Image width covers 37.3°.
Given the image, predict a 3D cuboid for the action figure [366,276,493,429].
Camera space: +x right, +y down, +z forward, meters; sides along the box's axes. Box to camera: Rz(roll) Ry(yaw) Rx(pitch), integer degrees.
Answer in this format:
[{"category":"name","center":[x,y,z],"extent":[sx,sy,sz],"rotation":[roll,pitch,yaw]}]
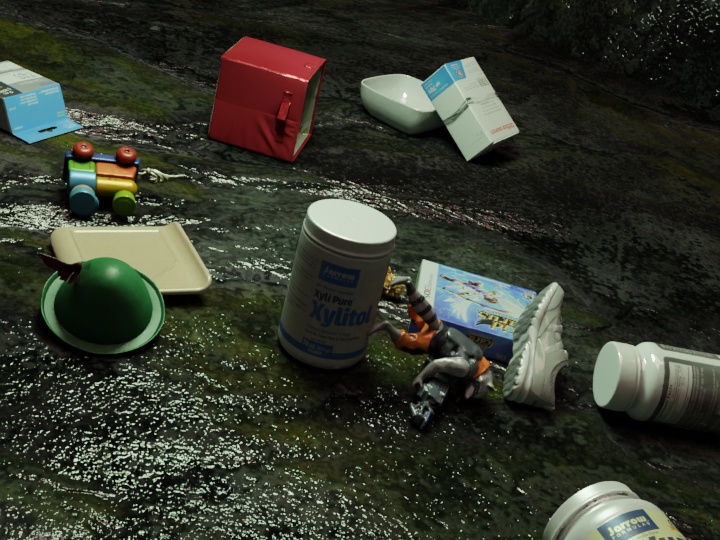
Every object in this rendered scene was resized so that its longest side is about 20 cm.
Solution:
[{"category":"action figure","center":[0.103,0.115,1.446],"extent":[0.193,0.105,0.201],"rotation":[39,30,-10]}]

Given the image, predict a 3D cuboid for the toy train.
[{"category":"toy train","center":[-0.377,-0.134,1.720],"extent":[0.197,0.085,0.117],"rotation":[5,39,-20]}]

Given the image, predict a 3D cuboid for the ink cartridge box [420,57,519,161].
[{"category":"ink cartridge box","center":[0.243,-0.357,2.345],"extent":[0.146,0.085,0.202],"rotation":[-26,85,-53]}]

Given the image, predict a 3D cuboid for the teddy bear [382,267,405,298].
[{"category":"teddy bear","center":[0.000,0.000,1.668],"extent":[0.144,0.068,0.199],"rotation":[30,31,22]}]

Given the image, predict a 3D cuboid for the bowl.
[{"category":"bowl","center":[0.110,-0.375,2.428],"extent":[0.198,0.076,0.199],"rotation":[31,32,28]}]

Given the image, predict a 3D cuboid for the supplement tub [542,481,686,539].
[{"category":"supplement tub","center":[0.289,0.332,1.102],"extent":[0.143,0.147,0.200],"rotation":[0,30,-27]}]

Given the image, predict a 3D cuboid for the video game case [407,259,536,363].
[{"category":"video game case","center":[0.179,0.065,1.663],"extent":[0.197,0.046,0.182],"rotation":[16,28,0]}]

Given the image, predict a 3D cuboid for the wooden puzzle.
[{"category":"wooden puzzle","center":[-0.337,-0.010,1.554],"extent":[0.197,0.038,0.185],"rotation":[-6,34,-27]}]

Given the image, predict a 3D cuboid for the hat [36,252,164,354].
[{"category":"hat","center":[-0.320,-0.007,1.361],"extent":[0.163,0.178,0.202],"rotation":[9,40,-13]}]

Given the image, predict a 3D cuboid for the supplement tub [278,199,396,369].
[{"category":"supplement tub","center":[-0.034,0.020,1.464],"extent":[0.130,0.203,0.132],"rotation":[11,27,-6]}]

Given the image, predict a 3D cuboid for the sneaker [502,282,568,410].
[{"category":"sneaker","center":[0.265,0.113,1.544],"extent":[0.081,0.075,0.202],"rotation":[26,62,-9]}]

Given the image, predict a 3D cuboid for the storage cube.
[{"category":"storage cube","center":[-0.182,-0.341,2.103],"extent":[0.177,0.173,0.201],"rotation":[16,27,4]}]

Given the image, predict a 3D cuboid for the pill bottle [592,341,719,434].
[{"category":"pill bottle","center":[0.444,0.166,1.533],"extent":[0.197,0.115,0.114],"rotation":[11,27,-8]}]

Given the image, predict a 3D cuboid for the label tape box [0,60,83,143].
[{"category":"label tape box","center":[-0.621,-0.310,1.936],"extent":[0.198,0.064,0.144],"rotation":[25,29,20]}]
